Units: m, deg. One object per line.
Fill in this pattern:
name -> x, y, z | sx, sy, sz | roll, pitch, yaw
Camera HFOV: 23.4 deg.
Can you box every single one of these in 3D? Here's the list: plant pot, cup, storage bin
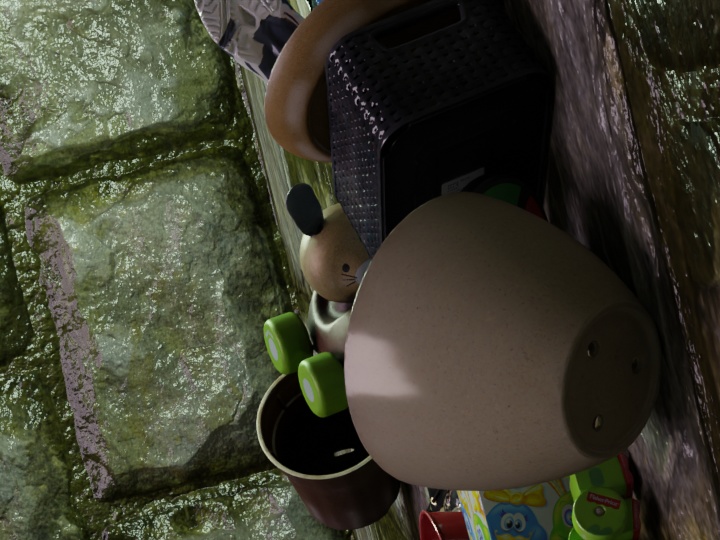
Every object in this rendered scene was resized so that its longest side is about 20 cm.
plant pot -> -0.030, 0.260, 2.481 | 0.199, 0.199, 0.201 | 72, 178, -51
cup -> 0.108, 0.058, 1.124 | 0.143, 0.200, 0.202 | 13, 122, 46
storage bin -> 0.056, -0.094, 1.272 | 0.094, 0.134, 0.201 | 59, 165, 31
plant pot -> 0.020, -0.150, 1.287 | 0.028, 0.199, 0.201 | 54, 162, 29

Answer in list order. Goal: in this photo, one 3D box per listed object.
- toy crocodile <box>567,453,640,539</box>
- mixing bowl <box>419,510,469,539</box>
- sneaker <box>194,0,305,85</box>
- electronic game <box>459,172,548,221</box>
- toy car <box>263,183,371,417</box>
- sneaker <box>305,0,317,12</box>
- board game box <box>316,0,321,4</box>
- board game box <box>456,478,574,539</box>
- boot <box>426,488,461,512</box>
toy crocodile -> 0.172, 0.151, 1.259 | 0.068, 0.061, 0.201 | 86, 172, -56
mixing bowl -> 0.133, 0.307, 1.608 | 0.200, 0.108, 0.202 | 165, 90, -83
sneaker -> -0.070, -0.203, 1.586 | 0.199, 0.080, 0.130 | 40, 180, 14
electronic game -> 0.093, 0.030, 1.248 | 0.200, 0.041, 0.202 | -15, -72, -56
toy car -> 0.000, 0.000, 1.556 | 0.158, 0.163, 0.201 | 43, 147, 53
sneaker -> -0.029, -0.325, 1.591 | 0.074, 0.117, 0.202 | 88, 167, -65
board game box -> 0.032, -0.155, 1.492 | 0.196, 0.056, 0.201 | 58, -172, -46
board game box -> 0.133, 0.169, 1.375 | 0.105, 0.102, 0.202 | 148, 108, -82
boot -> 0.091, 0.222, 1.893 | 0.200, 0.073, 0.152 | 109, 145, -70
